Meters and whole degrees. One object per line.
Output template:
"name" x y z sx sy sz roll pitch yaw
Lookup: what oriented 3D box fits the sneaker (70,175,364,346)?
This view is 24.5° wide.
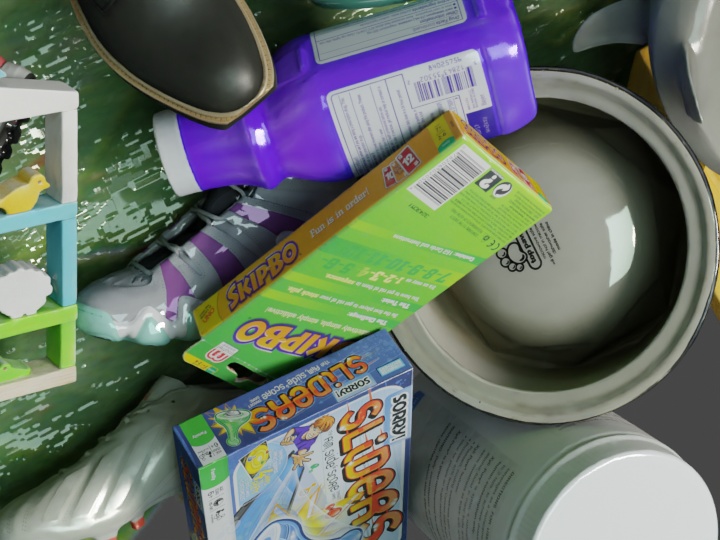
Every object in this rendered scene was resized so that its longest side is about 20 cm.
"sneaker" -0.078 -0.042 0.946 0.199 0.078 0.141 -15 109 -29

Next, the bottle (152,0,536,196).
"bottle" -0.009 -0.089 0.879 0.199 0.066 0.084 -16 142 5

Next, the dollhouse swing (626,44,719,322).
"dollhouse swing" 0.287 -0.063 1.025 0.199 0.176 0.182 -24 150 -16

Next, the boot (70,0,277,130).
"boot" -0.123 -0.164 0.800 0.077 0.138 0.200 -42 82 -6

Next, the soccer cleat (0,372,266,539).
"soccer cleat" -0.126 0.105 0.972 0.199 0.069 0.078 -20 103 -22

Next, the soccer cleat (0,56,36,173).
"soccer cleat" -0.246 -0.032 0.884 0.073 0.068 0.201 29 97 -4

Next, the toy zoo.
"toy zoo" -0.206 -0.020 0.847 0.131 0.020 0.201 -15 121 -35

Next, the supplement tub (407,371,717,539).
"supplement tub" 0.107 0.134 1.002 0.131 0.200 0.133 -7 108 -21

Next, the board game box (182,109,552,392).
"board game box" 0.000 0.000 0.903 0.200 0.030 0.095 -39 140 16

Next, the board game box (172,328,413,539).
"board game box" -0.036 0.132 0.975 0.135 0.035 0.201 -25 144 -18

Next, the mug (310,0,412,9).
"mug" -0.006 -0.207 0.894 0.152 0.184 0.115 -34 121 -47

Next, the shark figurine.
"shark figurine" 0.201 -0.090 0.918 0.128 0.090 0.215 -24 114 15

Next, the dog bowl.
"dog bowl" 0.108 -0.018 0.955 0.199 0.074 0.202 2 99 15
